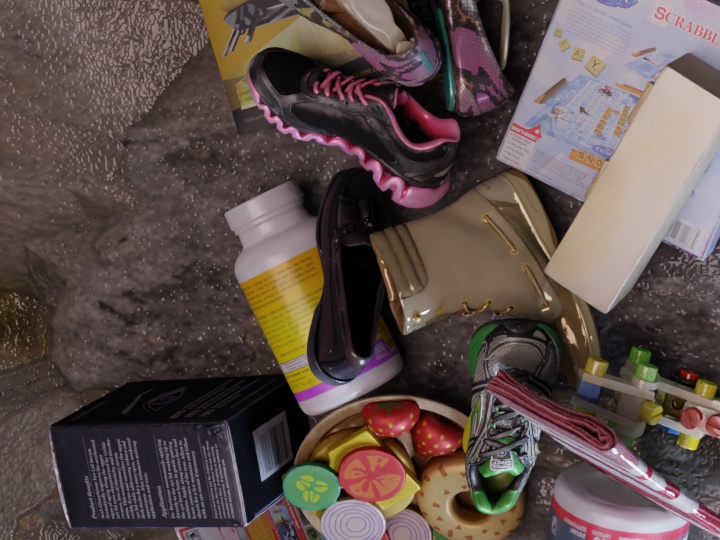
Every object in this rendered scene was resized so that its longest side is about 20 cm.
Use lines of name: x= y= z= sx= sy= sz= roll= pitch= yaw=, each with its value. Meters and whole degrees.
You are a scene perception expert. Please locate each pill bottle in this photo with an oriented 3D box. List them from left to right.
pill bottle: x=-0.047 y=0.022 z=1.599 sx=0.104 sy=0.104 sz=0.201 roll=-25 pitch=92 yaw=28
pill bottle: x=0.215 y=0.279 z=1.536 sx=0.119 sy=0.120 sz=0.201 roll=13 pitch=108 yaw=21

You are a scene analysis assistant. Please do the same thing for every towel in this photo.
towel: x=0.202 y=0.148 z=1.399 sx=0.144 sy=0.200 sz=0.023 roll=27 pitch=83 yaw=48

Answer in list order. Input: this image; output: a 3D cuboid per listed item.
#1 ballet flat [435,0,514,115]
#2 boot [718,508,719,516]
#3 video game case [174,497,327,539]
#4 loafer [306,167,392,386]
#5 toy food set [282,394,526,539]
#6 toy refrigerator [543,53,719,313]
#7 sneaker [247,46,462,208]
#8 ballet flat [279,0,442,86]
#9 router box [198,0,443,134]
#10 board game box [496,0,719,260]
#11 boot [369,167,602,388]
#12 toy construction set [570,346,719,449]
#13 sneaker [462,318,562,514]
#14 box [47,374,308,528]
ballet flat: x=0.087 y=-0.231 z=1.483 sx=0.071 sy=0.069 sz=0.201 roll=-14 pitch=90 yaw=-5
boot: x=0.363 y=0.302 z=1.500 sx=0.203 sy=0.073 sz=0.154 roll=34 pitch=117 yaw=13
video game case: x=-0.076 y=0.287 z=1.730 sx=0.199 sy=0.017 sz=0.143 roll=-21 pitch=93 yaw=28
loafer: x=0.000 y=0.000 z=1.534 sx=0.063 sy=0.072 sz=0.201 roll=-25 pitch=53 yaw=56
toy food set: x=0.034 y=0.198 z=1.599 sx=0.198 sy=0.049 sz=0.200 roll=-33 pitch=117 yaw=21
toy refrigerator: x=0.227 y=-0.071 z=1.418 sx=0.070 sy=0.076 sz=0.200 roll=35 pitch=116 yaw=13
sneaker: x=0.000 y=-0.139 z=1.482 sx=0.200 sy=0.079 sz=0.095 roll=30 pitch=145 yaw=-1
ballet flat: x=-0.012 y=-0.227 z=1.458 sx=0.069 sy=0.071 sz=0.200 roll=-45 pitch=66 yaw=-8
router box: x=-0.038 y=-0.221 z=1.561 sx=0.199 sy=0.052 sz=0.158 roll=-14 pitch=97 yaw=27
board game box: x=0.238 y=-0.141 z=1.460 sx=0.200 sy=0.041 sz=0.200 roll=28 pitch=114 yaw=16
boot: x=0.108 y=0.031 z=1.505 sx=0.155 sy=0.073 sz=0.201 roll=-24 pitch=89 yaw=-12
toy construction set: x=0.276 y=0.129 z=1.457 sx=0.200 sy=0.131 sz=0.092 roll=35 pitch=104 yaw=16
sneaker: x=0.127 y=0.121 z=1.466 sx=0.078 sy=0.085 sz=0.201 roll=2 pitch=130 yaw=1
box: x=-0.168 y=0.170 z=1.671 sx=0.199 sy=0.148 sz=0.105 roll=-5 pitch=102 yaw=27
